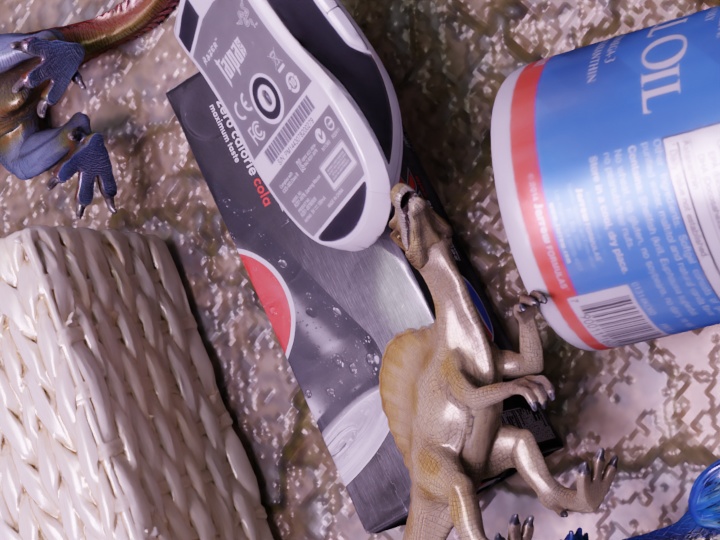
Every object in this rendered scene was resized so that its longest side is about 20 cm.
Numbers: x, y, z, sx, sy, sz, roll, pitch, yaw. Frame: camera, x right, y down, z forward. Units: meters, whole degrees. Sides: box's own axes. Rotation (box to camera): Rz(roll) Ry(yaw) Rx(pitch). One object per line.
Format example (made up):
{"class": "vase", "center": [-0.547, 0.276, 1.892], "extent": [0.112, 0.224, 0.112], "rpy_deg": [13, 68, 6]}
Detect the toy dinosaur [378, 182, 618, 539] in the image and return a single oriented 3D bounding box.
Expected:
{"class": "toy dinosaur", "center": [0.037, 0.068, 0.748], "extent": [0.101, 0.058, 0.200], "rpy_deg": [26, 118, 44]}

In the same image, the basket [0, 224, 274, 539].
{"class": "basket", "center": [-0.124, 0.089, 0.848], "extent": [0.123, 0.136, 0.200], "rpy_deg": [-24, 80, 20]}

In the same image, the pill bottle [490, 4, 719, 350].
{"class": "pill bottle", "center": [0.156, -0.045, 0.720], "extent": [0.200, 0.112, 0.112], "rpy_deg": [-15, 84, 24]}

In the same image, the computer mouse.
{"class": "computer mouse", "center": [-0.038, -0.098, 0.774], "extent": [0.200, 0.044, 0.110], "rpy_deg": [57, 144, 9]}

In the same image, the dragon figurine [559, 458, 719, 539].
{"class": "dragon figurine", "center": [0.154, 0.088, 0.729], "extent": [0.200, 0.099, 0.059], "rpy_deg": [-28, 79, 23]}

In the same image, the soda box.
{"class": "soda box", "center": [0.000, 0.000, 0.823], "extent": [0.071, 0.063, 0.200], "rpy_deg": [-30, 77, 23]}

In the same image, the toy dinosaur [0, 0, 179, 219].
{"class": "toy dinosaur", "center": [-0.180, -0.060, 0.923], "extent": [0.181, 0.200, 0.105], "rpy_deg": [6, 132, 47]}
